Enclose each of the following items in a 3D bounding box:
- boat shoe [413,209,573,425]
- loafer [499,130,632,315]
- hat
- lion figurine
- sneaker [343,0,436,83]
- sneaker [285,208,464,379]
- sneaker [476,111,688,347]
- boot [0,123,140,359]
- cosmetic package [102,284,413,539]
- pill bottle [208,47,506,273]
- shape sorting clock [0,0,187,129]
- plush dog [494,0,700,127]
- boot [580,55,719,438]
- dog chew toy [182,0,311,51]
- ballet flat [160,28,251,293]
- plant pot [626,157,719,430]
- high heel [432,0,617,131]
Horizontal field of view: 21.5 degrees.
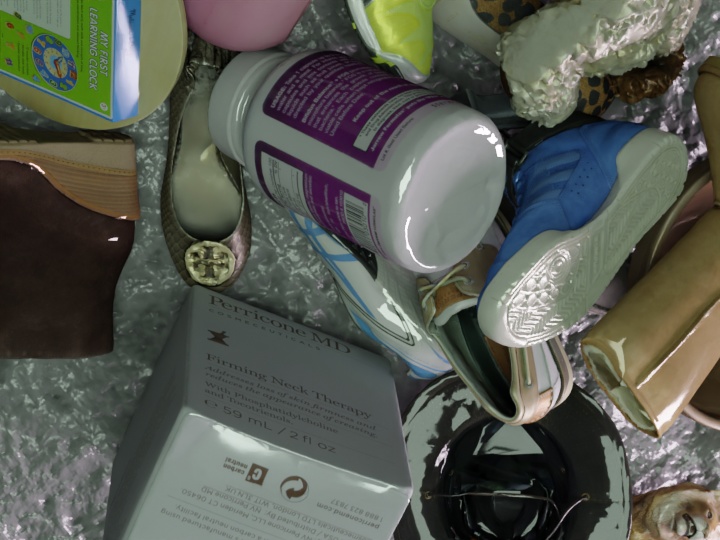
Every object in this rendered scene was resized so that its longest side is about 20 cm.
[{"bbox_3d":[0.078,0.014,1.324,0.075,0.068,0.201,-36,84,32],"label":"boat shoe"},{"bbox_3d":[0.131,-0.033,1.375,0.200,0.063,0.072,43,97,-14],"label":"loafer"},{"bbox_3d":[0.112,0.160,1.411,0.199,0.081,0.202,1,97,8],"label":"hat"},{"bbox_3d":[0.208,0.251,1.464,0.121,0.073,0.201,1,120,-19],"label":"lion figurine"},{"bbox_3d":[0.029,-0.227,1.277,0.076,0.075,0.202,-7,91,24],"label":"sneaker"},{"bbox_3d":[0.000,0.000,1.373,0.072,0.072,0.200,-35,99,38],"label":"sneaker"},{"bbox_3d":[0.121,-0.034,1.279,0.200,0.111,0.077,-46,134,-22],"label":"sneaker"},{"bbox_3d":[-0.248,-0.016,1.314,0.199,0.072,0.168,2,107,-31],"label":"boot"},{"bbox_3d":[-0.076,0.145,1.323,0.166,0.200,0.167,21,110,-12],"label":"cosmetic package"},{"bbox_3d":[-0.008,-0.083,1.265,0.112,0.199,0.113,-26,130,-37],"label":"pill bottle"},{"bbox_3d":[-0.203,-0.185,1.271,0.199,0.039,0.201,19,131,23],"label":"shape sorting clock"},{"bbox_3d":[0.181,-0.203,1.281,0.159,0.172,0.202,-3,95,24],"label":"plush dog"},{"bbox_3d":[0.219,-0.014,1.255,0.200,0.066,0.175,-45,117,-11],"label":"boot"},{"bbox_3d":[-0.116,-0.236,1.271,0.199,0.125,0.125,33,100,-5],"label":"dog chew toy"},{"bbox_3d":[-0.109,-0.078,1.348,0.067,0.046,0.202,2,105,-5],"label":"ballet flat"},{"bbox_3d":[0.262,0.010,1.369,0.199,0.093,0.203,-5,101,-25],"label":"plant pot"},{"bbox_3d":[0.115,-0.197,1.346,0.142,0.071,0.202,-7,89,-32],"label":"high heel"}]
